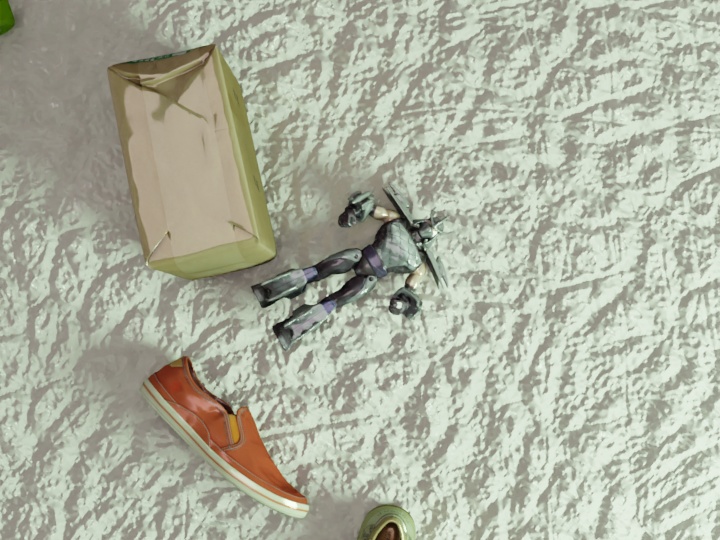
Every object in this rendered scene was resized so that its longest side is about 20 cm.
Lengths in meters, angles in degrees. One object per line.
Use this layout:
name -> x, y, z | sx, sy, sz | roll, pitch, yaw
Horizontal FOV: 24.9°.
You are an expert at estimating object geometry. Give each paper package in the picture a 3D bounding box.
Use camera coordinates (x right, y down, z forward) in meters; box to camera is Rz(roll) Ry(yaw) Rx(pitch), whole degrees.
paper package -> -0.150, -0.094, 1.487 | 0.103, 0.200, 0.192 | -13, 87, 2

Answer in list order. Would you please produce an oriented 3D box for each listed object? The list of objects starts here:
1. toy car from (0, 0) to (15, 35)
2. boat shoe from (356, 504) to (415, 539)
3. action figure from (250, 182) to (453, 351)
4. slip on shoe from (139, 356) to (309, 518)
toy car -> -0.460, -0.276, 1.559 | 0.199, 0.158, 0.165 | -19, 90, 30
boat shoe -> 0.006, 0.322, 1.537 | 0.073, 0.063, 0.201 | 9, 90, 2
action figure -> 0.000, 0.000, 1.544 | 0.199, 0.069, 0.131 | -29, 83, -1
slip on shoe -> -0.121, 0.159, 1.546 | 0.200, 0.074, 0.061 | 43, 88, 8
